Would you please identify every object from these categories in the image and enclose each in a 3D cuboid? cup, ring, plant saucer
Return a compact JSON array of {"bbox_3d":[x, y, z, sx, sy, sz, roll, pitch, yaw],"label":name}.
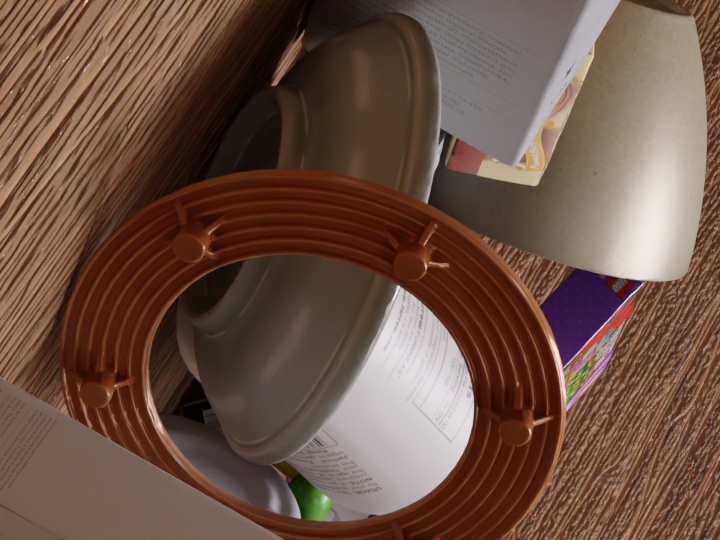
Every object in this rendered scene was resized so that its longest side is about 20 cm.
[{"bbox_3d":[0.124,-0.100,1.217,0.200,0.199,0.144,-43,154,-73],"label":"cup"},{"bbox_3d":[-0.020,0.051,0.799,0.019,0.199,0.201,-73,-172,-55],"label":"ring"},{"bbox_3d":[-0.033,-0.020,0.878,0.200,0.050,0.201,-51,-151,43],"label":"plant saucer"}]

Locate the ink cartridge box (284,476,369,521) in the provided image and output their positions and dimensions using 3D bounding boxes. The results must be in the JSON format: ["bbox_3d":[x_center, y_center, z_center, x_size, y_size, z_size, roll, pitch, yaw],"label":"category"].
[{"bbox_3d":[0.009,0.123,1.330,0.116,0.067,0.200,-42,167,-27],"label":"ink cartridge box"}]

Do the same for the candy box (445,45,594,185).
[{"bbox_3d":[0.088,-0.161,1.088,0.116,0.055,0.201,107,-9,-57],"label":"candy box"}]

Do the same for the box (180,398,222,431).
[{"bbox_3d":[-0.064,0.178,1.268,0.110,0.034,0.202,59,18,-84],"label":"box"}]

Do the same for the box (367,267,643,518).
[{"bbox_3d":[0.083,0.089,1.237,0.200,0.039,0.137,-45,166,-22],"label":"box"}]

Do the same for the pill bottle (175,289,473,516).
[{"bbox_3d":[0.004,0.057,1.042,0.115,0.114,0.200,-58,137,-15],"label":"pill bottle"}]

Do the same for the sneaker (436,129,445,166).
[{"bbox_3d":[0.022,-0.096,1.078,0.077,0.075,0.200,-55,176,-2],"label":"sneaker"}]

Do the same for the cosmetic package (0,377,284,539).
[{"bbox_3d":[-0.102,0.144,0.799,0.052,0.150,0.200,-55,173,-38],"label":"cosmetic package"}]

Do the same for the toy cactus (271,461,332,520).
[{"bbox_3d":[-0.026,0.190,1.142,0.200,0.102,0.166,58,27,-45],"label":"toy cactus"}]

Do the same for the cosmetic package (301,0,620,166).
[{"bbox_3d":[0.085,-0.193,0.917,0.200,0.122,0.200,-57,173,-29],"label":"cosmetic package"}]

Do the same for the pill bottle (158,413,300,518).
[{"bbox_3d":[-0.119,0.183,1.056,0.201,0.111,0.111,-62,174,21],"label":"pill bottle"}]
